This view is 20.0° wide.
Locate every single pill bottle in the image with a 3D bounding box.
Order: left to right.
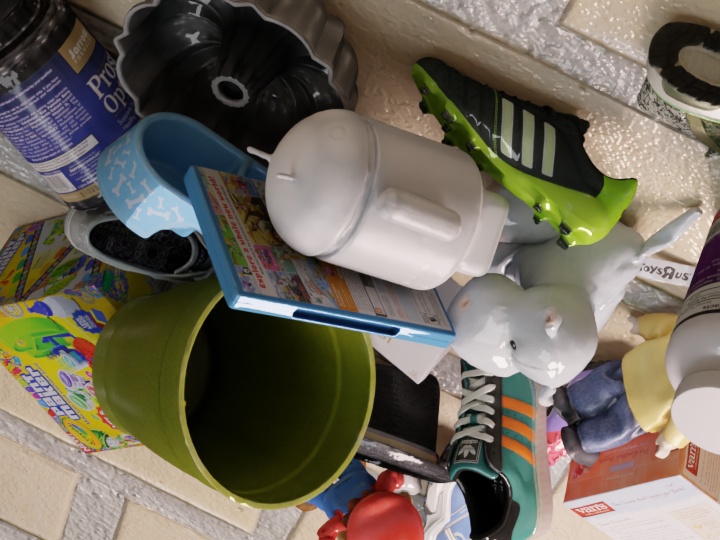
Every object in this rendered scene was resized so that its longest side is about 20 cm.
[{"bbox_3d":[-0.259,-0.154,1.695,0.112,0.112,0.200,-13,128,39],"label":"pill bottle"},{"bbox_3d":[0.295,0.039,1.525,0.112,0.200,0.113,16,141,13],"label":"pill bottle"}]

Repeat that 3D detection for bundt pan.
[{"bbox_3d":[-0.089,-0.164,1.614,0.201,0.076,0.202,15,141,13],"label":"bundt pan"}]

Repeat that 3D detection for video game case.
[{"bbox_3d":[-0.031,-0.010,1.575,0.200,0.143,0.018,12,129,-33],"label":"video game case"}]

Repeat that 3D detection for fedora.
[{"bbox_3d":[0.015,0.126,1.848,0.200,0.092,0.201,18,173,2],"label":"fedora"}]

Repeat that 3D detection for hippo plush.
[{"bbox_3d":[0.153,0.037,1.637,0.200,0.161,0.159,13,140,17],"label":"hippo plush"}]

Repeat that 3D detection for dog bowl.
[{"bbox_3d":[-0.111,-0.050,1.614,0.200,0.112,0.050,34,129,-9],"label":"dog bowl"}]

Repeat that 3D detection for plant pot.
[{"bbox_3d":[-0.124,0.089,1.733,0.193,0.200,0.200,5,140,51],"label":"plant pot"}]

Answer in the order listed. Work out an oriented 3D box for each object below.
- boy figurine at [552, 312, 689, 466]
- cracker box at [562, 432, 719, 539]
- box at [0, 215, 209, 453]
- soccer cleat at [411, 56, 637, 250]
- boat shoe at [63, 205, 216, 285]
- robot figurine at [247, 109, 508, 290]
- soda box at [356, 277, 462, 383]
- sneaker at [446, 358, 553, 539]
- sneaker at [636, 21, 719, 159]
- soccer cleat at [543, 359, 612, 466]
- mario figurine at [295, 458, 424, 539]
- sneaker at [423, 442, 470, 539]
[{"bbox_3d":[0.254,0.087,1.690,0.200,0.125,0.064,-28,150,23],"label":"boy figurine"},{"bbox_3d":[0.296,0.216,1.819,0.200,0.058,0.134,36,143,-31],"label":"cracker box"},{"bbox_3d":[-0.227,0.054,1.910,0.192,0.122,0.200,-12,128,40],"label":"box"},{"bbox_3d":[0.125,-0.102,1.577,0.200,0.081,0.068,43,166,11],"label":"soccer cleat"},{"bbox_3d":[-0.156,-0.016,1.771,0.200,0.070,0.072,12,-168,-24],"label":"boat shoe"},{"bbox_3d":[0.012,-0.054,1.546,0.200,0.113,0.170,17,179,-26],"label":"robot figurine"},{"bbox_3d":[0.000,0.000,1.727,0.200,0.064,0.068,40,143,6],"label":"soda box"},{"bbox_3d":[0.114,0.141,1.771,0.071,0.080,0.200,-12,88,45],"label":"sneaker"},{"bbox_3d":[0.286,-0.103,1.486,0.200,0.077,0.089,33,155,0],"label":"sneaker"},{"bbox_3d":[0.180,0.139,1.810,0.068,0.073,0.200,41,140,-18],"label":"soccer cleat"},{"bbox_3d":[0.005,0.241,1.936,0.106,0.124,0.200,20,-170,-28],"label":"mario figurine"},{"bbox_3d":[0.101,0.252,1.983,0.077,0.076,0.200,21,143,15],"label":"sneaker"}]
